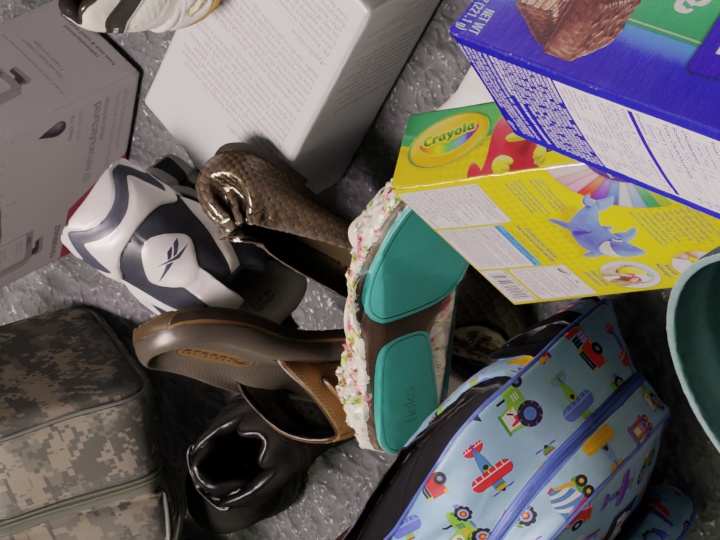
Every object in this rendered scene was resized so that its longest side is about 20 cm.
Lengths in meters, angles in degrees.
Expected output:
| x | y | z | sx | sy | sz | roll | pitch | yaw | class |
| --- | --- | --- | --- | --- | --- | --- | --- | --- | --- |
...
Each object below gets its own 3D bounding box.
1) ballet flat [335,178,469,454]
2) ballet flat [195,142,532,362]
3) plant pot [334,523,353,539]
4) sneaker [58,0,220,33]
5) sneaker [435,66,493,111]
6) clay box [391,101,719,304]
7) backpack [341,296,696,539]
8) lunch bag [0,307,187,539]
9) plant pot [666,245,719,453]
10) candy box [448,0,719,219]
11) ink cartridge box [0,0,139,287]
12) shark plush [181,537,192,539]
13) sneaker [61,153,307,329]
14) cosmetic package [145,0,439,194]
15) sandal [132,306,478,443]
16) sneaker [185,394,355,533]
| x | y | z | sx | sy | sz | roll | pitch | yaw | class |
| --- | --- | --- | --- | --- | --- | --- | --- | --- | --- |
| 0.015 | 0.009 | 1.421 | 0.064 | 0.076 | 0.200 | 53 | 145 | 40 | ballet flat |
| 0.000 | 0.000 | 1.483 | 0.200 | 0.046 | 0.067 | 31 | 140 | -9 | ballet flat |
| -0.003 | 0.251 | 1.597 | 0.187 | 0.200 | 0.187 | 30 | 135 | 35 | plant pot |
| -0.123 | -0.216 | 1.409 | 0.076 | 0.088 | 0.200 | 14 | 114 | 57 | sneaker |
| 0.089 | -0.096 | 1.370 | 0.200 | 0.073 | 0.085 | -23 | 64 | 62 | sneaker |
| 0.129 | -0.038 | 1.281 | 0.200 | 0.048 | 0.115 | -8 | 147 | 35 | clay box |
| 0.088 | 0.118 | 1.421 | 0.135 | 0.183 | 0.200 | 42 | 130 | 11 | backpack |
| -0.194 | 0.134 | 1.769 | 0.200 | 0.139 | 0.168 | -139 | 37 | -65 | lunch bag |
| 0.247 | 0.032 | 1.166 | 0.200 | 0.134 | 0.200 | 39 | 155 | 22 | plant pot |
| 0.162 | -0.111 | 1.135 | 0.200 | 0.169 | 0.077 | 26 | 161 | 46 | candy box |
| -0.240 | -0.055 | 1.676 | 0.083 | 0.200 | 0.147 | 42 | 142 | 24 | ink cartridge box |
| -0.115 | 0.225 | 1.842 | 0.200 | 0.091 | 0.083 | 27 | 164 | 32 | shark plush |
| -0.086 | -0.002 | 1.583 | 0.130 | 0.080 | 0.199 | 38 | 179 | 6 | sneaker |
| -0.034 | -0.124 | 1.480 | 0.101 | 0.071 | 0.200 | 49 | 144 | 13 | cosmetic package |
| -0.029 | 0.063 | 1.517 | 0.082 | 0.200 | 0.055 | -36 | 49 | 50 | sandal |
| -0.073 | 0.113 | 1.683 | 0.076 | 0.091 | 0.200 | 52 | 146 | 9 | sneaker |
